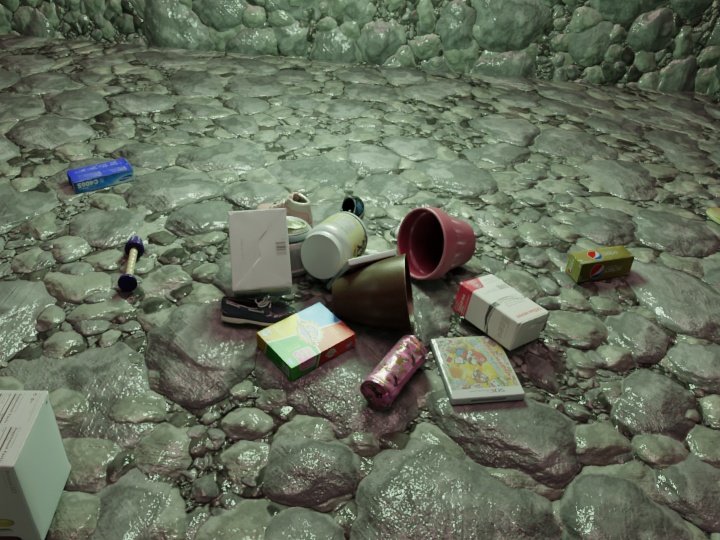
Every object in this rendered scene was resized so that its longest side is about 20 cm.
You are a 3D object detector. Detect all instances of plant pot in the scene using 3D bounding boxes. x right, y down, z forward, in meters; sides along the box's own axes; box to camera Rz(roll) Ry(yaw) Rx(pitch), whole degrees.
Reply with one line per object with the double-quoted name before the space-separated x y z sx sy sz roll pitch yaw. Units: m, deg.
"plant pot" 0.030 0.066 1.571 0.193 0.192 0.189 -7 33 10
"plant pot" 0.230 -0.079 1.780 0.175 0.205 0.199 -4 32 -40

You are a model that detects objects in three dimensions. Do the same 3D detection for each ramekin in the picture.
"ramekin" -0.218 -0.076 1.785 0.195 0.097 0.205 3 35 -2

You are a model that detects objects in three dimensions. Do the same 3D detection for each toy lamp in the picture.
"toy lamp" -0.625 -0.025 1.697 0.056 0.060 0.203 -3 39 -11

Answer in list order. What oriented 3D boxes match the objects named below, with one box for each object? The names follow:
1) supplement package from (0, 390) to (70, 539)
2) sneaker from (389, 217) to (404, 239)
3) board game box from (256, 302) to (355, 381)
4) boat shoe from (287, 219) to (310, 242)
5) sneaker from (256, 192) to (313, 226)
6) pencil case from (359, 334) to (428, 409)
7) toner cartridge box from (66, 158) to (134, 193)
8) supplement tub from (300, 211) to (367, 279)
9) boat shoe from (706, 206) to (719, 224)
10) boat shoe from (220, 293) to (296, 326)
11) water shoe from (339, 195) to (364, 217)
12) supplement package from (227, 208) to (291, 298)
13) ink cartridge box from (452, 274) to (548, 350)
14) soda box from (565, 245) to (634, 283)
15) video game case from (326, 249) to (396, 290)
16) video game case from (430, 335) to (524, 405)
"supplement package" -0.590 0.335 1.054 0.107 0.205 0.158 1 35 -5
"sneaker" 0.170 -0.153 1.968 0.078 0.079 0.199 14 33 30
"board game box" -0.132 0.167 1.502 0.197 0.041 0.152 -25 45 -35
"boat shoe" -0.232 -0.121 1.707 0.192 0.064 0.073 -1 35 -9
"sneaker" -0.240 -0.205 1.955 0.194 0.107 0.076 14 37 15
"pencil case" 0.079 0.230 1.409 0.083 0.087 0.199 47 45 3
"toner cartridge box" -0.874 -0.320 2.086 0.196 0.044 0.095 -21 44 -31
"supplement tub" -0.072 -0.070 1.723 0.141 0.150 0.200 16 25 16
"boat shoe" 1.309 -0.180 2.155 0.071 0.065 0.200 -17 41 -29
"boat shoe" -0.255 0.096 1.561 0.192 0.064 0.075 4 17 -1
"water shoe" -0.025 -0.207 2.006 0.069 0.081 0.202 8 35 5
"supplement package" -0.259 -0.042 1.600 0.150 0.111 0.208 -4 78 -10
"ink cartridge box" 0.361 0.104 1.597 0.142 0.087 0.199 -12 37 -41
"soda box" 0.716 -0.020 1.850 0.193 0.070 0.065 -8 36 -18
"video game case" 0.000 0.000 1.642 0.139 0.200 0.018 -14 76 -24
"video game case" 0.275 0.233 1.480 0.175 0.024 0.202 -2 36 -10
